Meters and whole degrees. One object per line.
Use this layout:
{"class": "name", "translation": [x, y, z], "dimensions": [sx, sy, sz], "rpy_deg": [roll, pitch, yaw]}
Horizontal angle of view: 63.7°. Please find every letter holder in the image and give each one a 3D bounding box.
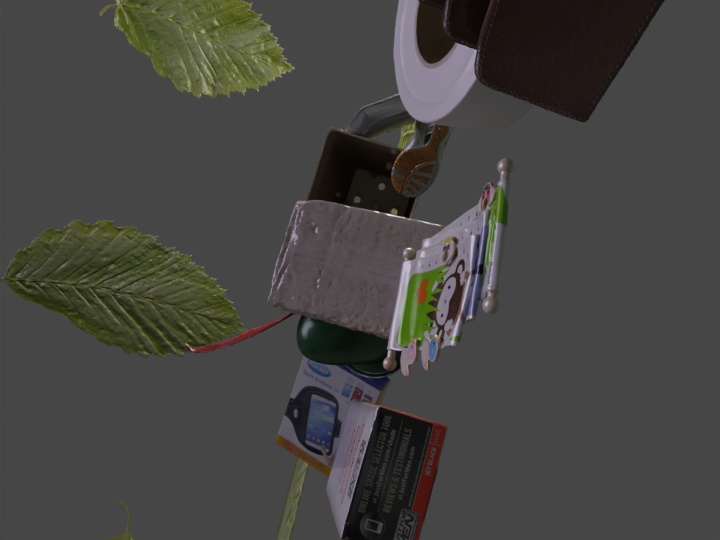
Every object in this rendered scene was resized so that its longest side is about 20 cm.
{"class": "letter holder", "translation": [0.108, -0.211, 0.315], "dimensions": [0.201, 0.141, 0.101], "rpy_deg": [112, 175, -45]}

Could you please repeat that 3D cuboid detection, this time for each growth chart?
{"class": "growth chart", "translation": [0.072, 0.012, 0.505], "dimensions": [0.200, 0.018, 0.146], "rpy_deg": [137, 146, -60]}

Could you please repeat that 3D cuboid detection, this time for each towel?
{"class": "towel", "translation": [0.000, 0.000, 0.633], "dimensions": [0.034, 0.198, 0.134], "rpy_deg": [34, -108, -69]}

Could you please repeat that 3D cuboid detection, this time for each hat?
{"class": "hat", "translation": [-0.054, 0.071, 0.657], "dimensions": [0.175, 0.166, 0.200], "rpy_deg": [-14, -30, -48]}

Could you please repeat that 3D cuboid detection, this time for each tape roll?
{"class": "tape roll", "translation": [0.101, -0.228, 0.511], "dimensions": [0.202, 0.070, 0.205], "rpy_deg": [-178, 90, -68]}

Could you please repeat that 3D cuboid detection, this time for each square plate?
{"class": "square plate", "translation": [0.075, -0.285, 1.043], "dimensions": [0.198, 0.198, 0.029], "rpy_deg": [172, 77, -79]}

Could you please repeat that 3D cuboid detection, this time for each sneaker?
{"class": "sneaker", "translation": [0.115, -0.209, 0.951], "dimensions": [0.088, 0.075, 0.201], "rpy_deg": [-53, -8, -46]}

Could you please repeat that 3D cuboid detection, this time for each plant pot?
{"class": "plant pot", "translation": [0.018, -0.137, 1.131], "dimensions": [0.177, 0.198, 0.202], "rpy_deg": [-6, -66, -80]}

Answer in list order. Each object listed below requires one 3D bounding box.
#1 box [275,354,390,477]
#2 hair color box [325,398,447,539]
{"class": "box", "translation": [-0.039, 0.188, 0.800], "dimensions": [0.041, 0.118, 0.201], "rpy_deg": [-38, -30, -58]}
{"class": "hair color box", "translation": [0.015, 0.174, 0.522], "dimensions": [0.200, 0.061, 0.102], "rpy_deg": [119, 169, -78]}
